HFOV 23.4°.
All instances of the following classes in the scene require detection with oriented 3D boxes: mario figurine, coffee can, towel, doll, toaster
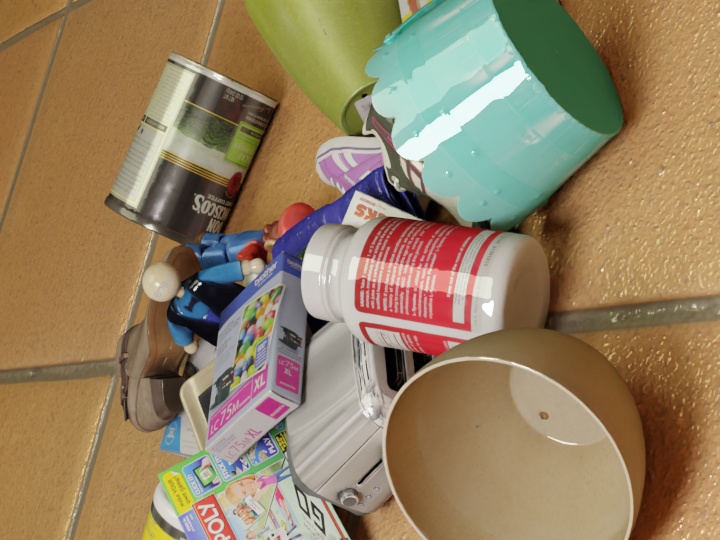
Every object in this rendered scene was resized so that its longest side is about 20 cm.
[{"bbox_3d":[-0.104,-0.002,1.877,0.198,0.106,0.124,-7,51,37],"label":"mario figurine"},{"bbox_3d":[-0.204,-0.142,2.101,0.146,0.145,0.202,30,97,61],"label":"coffee can"},{"bbox_3d":[0.000,0.000,1.705,0.199,0.049,0.149,-31,75,45],"label":"towel"},{"bbox_3d":[-0.133,0.043,1.788,0.137,0.199,0.049,-53,21,26],"label":"doll"},{"bbox_3d":[0.005,0.113,1.599,0.129,0.113,0.201,-42,35,33],"label":"toaster"}]

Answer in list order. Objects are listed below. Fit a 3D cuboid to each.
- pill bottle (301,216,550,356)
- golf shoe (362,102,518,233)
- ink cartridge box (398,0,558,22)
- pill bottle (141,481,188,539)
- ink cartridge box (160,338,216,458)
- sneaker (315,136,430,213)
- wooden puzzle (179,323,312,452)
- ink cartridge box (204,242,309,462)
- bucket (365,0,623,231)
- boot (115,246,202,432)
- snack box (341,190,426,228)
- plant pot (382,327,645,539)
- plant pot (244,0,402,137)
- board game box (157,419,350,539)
[{"bbox_3d":[0.054,0.014,1.495,0.198,0.112,0.114,9,76,28],"label":"pill bottle"},{"bbox_3d":[0.076,-0.093,1.609,0.088,0.077,0.201,-47,63,36],"label":"golf shoe"},{"bbox_3d":[0.112,-0.260,1.699,0.145,0.083,0.202,-47,35,35],"label":"ink cartridge box"},{"bbox_3d":[-0.172,0.312,1.734,0.114,0.113,0.202,-126,48,-58],"label":"pill bottle"},{"bbox_3d":[-0.142,0.111,1.896,0.116,0.067,0.202,-3,68,60],"label":"ink cartridge box"},{"bbox_3d":[0.003,-0.074,1.775,0.200,0.072,0.116,1,75,60],"label":"sneaker"},{"bbox_3d":[-0.099,0.157,1.742,0.200,0.037,0.187,-36,69,40],"label":"wooden puzzle"},{"bbox_3d":[-0.096,0.069,1.655,0.119,0.042,0.202,-42,30,39],"label":"ink cartridge box"},{"bbox_3d":[0.120,-0.152,1.496,0.134,0.206,0.209,-36,40,27],"label":"bucket"},{"bbox_3d":[-0.226,0.076,1.899,0.146,0.069,0.203,-2,81,63],"label":"boot"},{"bbox_3d":[0.061,-0.005,1.583,0.199,0.024,0.073,26,93,34],"label":"snack box"},{"bbox_3d":[0.134,0.122,1.320,0.200,0.201,0.134,-41,2,40],"label":"plant pot"},{"bbox_3d":[-0.009,-0.239,1.821,0.187,0.186,0.201,-47,47,33],"label":"plant pot"},{"bbox_3d":[-0.090,0.240,1.615,0.134,0.029,0.201,-27,55,-8],"label":"board game box"}]
